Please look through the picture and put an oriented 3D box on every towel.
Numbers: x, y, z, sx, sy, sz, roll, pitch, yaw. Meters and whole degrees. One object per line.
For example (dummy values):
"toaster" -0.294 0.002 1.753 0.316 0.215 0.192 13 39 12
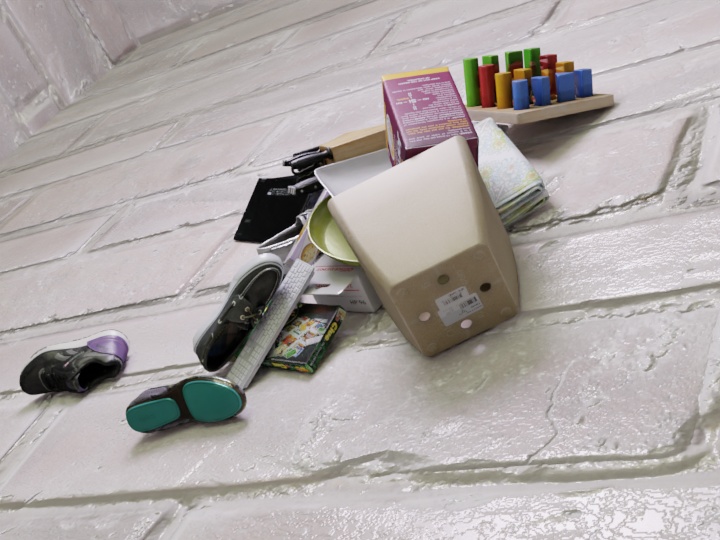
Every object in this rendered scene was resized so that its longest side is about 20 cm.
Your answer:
"towel" 0.167 -0.125 1.718 0.171 0.048 0.200 -31 45 1

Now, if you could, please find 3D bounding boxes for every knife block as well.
"knife block" -0.013 -0.166 1.735 0.199 0.064 0.175 -8 17 30

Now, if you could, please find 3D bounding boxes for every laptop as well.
"laptop" -0.106 -0.118 2.111 0.187 0.116 0.201 6 70 52

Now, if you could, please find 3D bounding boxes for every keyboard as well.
"keyboard" -0.129 0.075 1.644 0.056 0.011 0.201 27 85 52

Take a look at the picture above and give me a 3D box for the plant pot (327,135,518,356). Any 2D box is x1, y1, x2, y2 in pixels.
"plant pot" 0.098 -0.014 1.480 0.199 0.200 0.177 -26 38 5

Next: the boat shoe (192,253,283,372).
"boat shoe" -0.170 0.064 1.653 0.200 0.068 0.057 -52 39 22

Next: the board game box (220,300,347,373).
"board game box" -0.113 0.092 1.657 0.199 0.023 0.105 3 57 48

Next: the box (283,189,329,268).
"box" -0.060 -0.087 1.873 0.201 0.041 0.039 -62 10 -20

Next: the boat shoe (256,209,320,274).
"boat shoe" -0.081 -0.066 1.912 0.200 0.066 0.073 -36 25 -17

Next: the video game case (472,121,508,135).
"video game case" 0.128 -0.188 1.841 0.199 0.018 0.144 7 52 11

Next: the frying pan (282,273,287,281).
"frying pan" -0.164 0.043 1.826 0.115 0.031 0.190 -42 26 -24

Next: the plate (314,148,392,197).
"plate" 0.057 -0.111 1.654 0.198 0.032 0.200 -17 40 -15

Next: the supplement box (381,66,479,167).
"supplement box" 0.096 -0.175 1.601 0.103 0.131 0.200 -9 38 -4

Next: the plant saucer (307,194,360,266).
"plant saucer" 0.024 -0.065 1.663 0.199 0.031 0.201 -7 38 5

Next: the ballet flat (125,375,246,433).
"ballet flat" -0.234 0.177 1.601 0.199 0.072 0.072 -14 28 26

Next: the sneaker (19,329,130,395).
"sneaker" -0.474 0.164 1.875 0.199 0.076 0.088 -23 30 12

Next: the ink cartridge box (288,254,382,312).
"ink cartridge box" 0.000 0.000 1.692 0.116 0.068 0.200 -1 35 45

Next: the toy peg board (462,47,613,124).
"toy peg board" 0.272 -0.307 1.888 0.199 0.098 0.199 -15 16 -28
